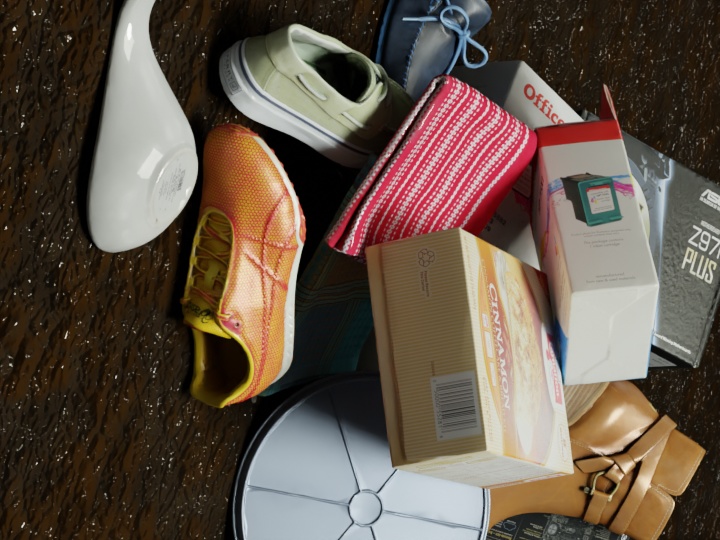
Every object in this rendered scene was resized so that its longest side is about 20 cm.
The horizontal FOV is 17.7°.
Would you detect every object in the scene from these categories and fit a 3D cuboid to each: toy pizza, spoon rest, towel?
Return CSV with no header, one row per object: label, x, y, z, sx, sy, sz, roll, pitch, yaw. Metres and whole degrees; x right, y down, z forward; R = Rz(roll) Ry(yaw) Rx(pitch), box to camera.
toy pizza,0.000,0.173,1.699,0.032,0.199,0.201,-175,-81,-71
spoon rest,-0.126,-0.104,1.406,0.099,0.060,0.201,-27,139,-59
towel,0.056,-0.057,1.631,0.145,0.022,0.200,-56,157,5
towel,0.000,0.000,1.658,0.147,0.022,0.200,-9,133,-60

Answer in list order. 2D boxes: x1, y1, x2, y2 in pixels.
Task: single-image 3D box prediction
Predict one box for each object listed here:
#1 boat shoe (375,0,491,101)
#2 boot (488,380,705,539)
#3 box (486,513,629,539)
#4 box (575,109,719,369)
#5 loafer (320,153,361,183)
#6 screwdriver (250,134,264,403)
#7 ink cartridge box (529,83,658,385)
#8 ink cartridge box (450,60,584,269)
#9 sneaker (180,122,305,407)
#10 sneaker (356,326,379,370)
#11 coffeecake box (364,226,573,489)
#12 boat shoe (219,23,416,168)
boat shoe,0.067,-0.206,1.749,0.084,0.068,0.201,39,66,-63
boot,0.166,0.177,1.845,0.200,0.155,0.077,-57,-175,0
box,0.118,0.204,1.900,0.044,0.199,0.161,77,33,-56
box,0.225,-0.024,2.045,0.200,0.086,0.164,27,73,-26
loafer,0.012,-0.085,1.697,0.200,0.063,0.072,11,65,-54
screwdriver,-0.079,0.000,1.588,0.028,0.029,0.201,-39,140,-55
ink cartridge box,0.169,-0.029,1.729,0.116,0.067,0.201,88,-5,-51
ink cartridge box,0.108,-0.046,1.842,0.145,0.084,0.201,40,62,-35
sneaker,-0.082,0.001,1.523,0.077,0.073,0.201,-30,127,-46
sneaker,0.011,0.119,1.774,0.071,0.073,0.201,-30,130,-72
coffeecake box,0.079,0.066,1.623,0.200,0.073,0.154,23,58,-67
boat shoe,-0.012,-0.117,1.563,0.200,0.062,0.072,12,63,-53
